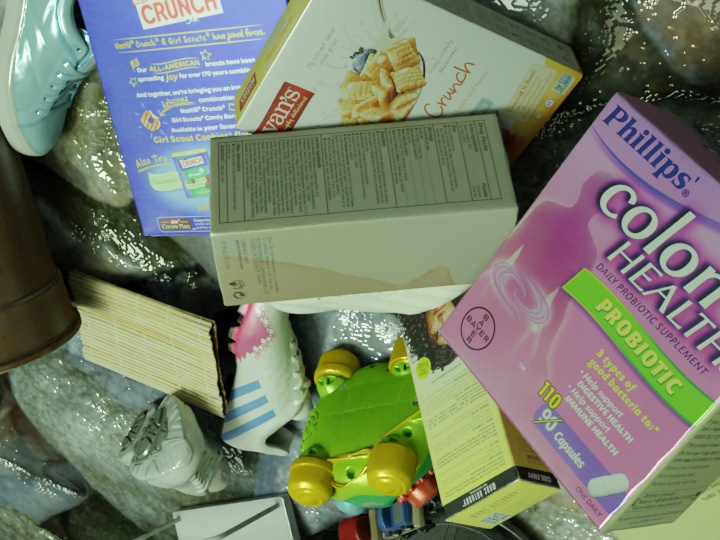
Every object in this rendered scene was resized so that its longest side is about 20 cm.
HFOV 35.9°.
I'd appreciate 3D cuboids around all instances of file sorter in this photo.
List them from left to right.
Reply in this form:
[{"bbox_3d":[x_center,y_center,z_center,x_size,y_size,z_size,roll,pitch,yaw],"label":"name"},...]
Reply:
[{"bbox_3d":[-0.131,0.334,1.054,0.138,0.124,0.201,-14,91,29],"label":"file sorter"}]

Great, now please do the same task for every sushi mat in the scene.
[{"bbox_3d":[-0.195,0.064,0.997,0.199,0.012,0.096,16,124,37],"label":"sushi mat"}]

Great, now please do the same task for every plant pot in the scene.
[{"bbox_3d":[-0.359,-0.027,0.957,0.199,0.200,0.199,1,110,22],"label":"plant pot"}]

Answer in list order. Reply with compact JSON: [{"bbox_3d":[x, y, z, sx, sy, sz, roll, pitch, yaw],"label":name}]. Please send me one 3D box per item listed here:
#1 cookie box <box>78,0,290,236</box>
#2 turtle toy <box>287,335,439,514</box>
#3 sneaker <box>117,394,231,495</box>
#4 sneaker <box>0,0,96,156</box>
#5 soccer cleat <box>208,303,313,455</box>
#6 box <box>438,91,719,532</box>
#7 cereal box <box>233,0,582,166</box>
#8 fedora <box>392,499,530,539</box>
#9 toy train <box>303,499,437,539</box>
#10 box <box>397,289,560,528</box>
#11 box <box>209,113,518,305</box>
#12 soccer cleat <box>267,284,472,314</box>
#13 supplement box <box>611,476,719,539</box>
[{"bbox_3d":[-0.102,-0.132,0.850,0.170,0.075,0.201,0,117,20],"label":"cookie box"},{"bbox_3d":[0.037,0.137,0.913,0.199,0.146,0.101,-13,133,29],"label":"turtle toy"},{"bbox_3d":[-0.156,0.167,1.009,0.099,0.078,0.200,31,169,-13],"label":"sneaker"},{"bbox_3d":[-0.239,-0.173,0.888,0.082,0.074,0.201,24,124,14],"label":"sneaker"},{"bbox_3d":[-0.073,0.083,0.968,0.086,0.070,0.201,19,129,2],"label":"soccer cleat"},{"bbox_3d":[0.177,0.027,0.689,0.200,0.096,0.176,-54,53,23],"label":"box"},{"bbox_3d":[0.031,-0.126,0.763,0.199,0.040,0.144,17,130,-25],"label":"cereal box"},{"bbox_3d":[0.085,0.308,1.002,0.176,0.090,0.201,10,121,18],"label":"fedora"},{"bbox_3d":[0.002,0.234,0.999,0.046,0.034,0.200,13,150,-30],"label":"toy train"},{"bbox_3d":[0.081,0.083,0.826,0.050,0.201,0.075,19,135,-39],"label":"box"},{"bbox_3d":[0.001,-0.042,0.752,0.199,0.095,0.078,-4,140,-1],"label":"box"},{"bbox_3d":[0.000,0.000,0.828,0.199,0.077,0.070,-10,78,29],"label":"soccer cleat"},{"bbox_3d":[0.285,0.131,0.794,0.200,0.134,0.200,48,124,-6],"label":"supplement box"}]
